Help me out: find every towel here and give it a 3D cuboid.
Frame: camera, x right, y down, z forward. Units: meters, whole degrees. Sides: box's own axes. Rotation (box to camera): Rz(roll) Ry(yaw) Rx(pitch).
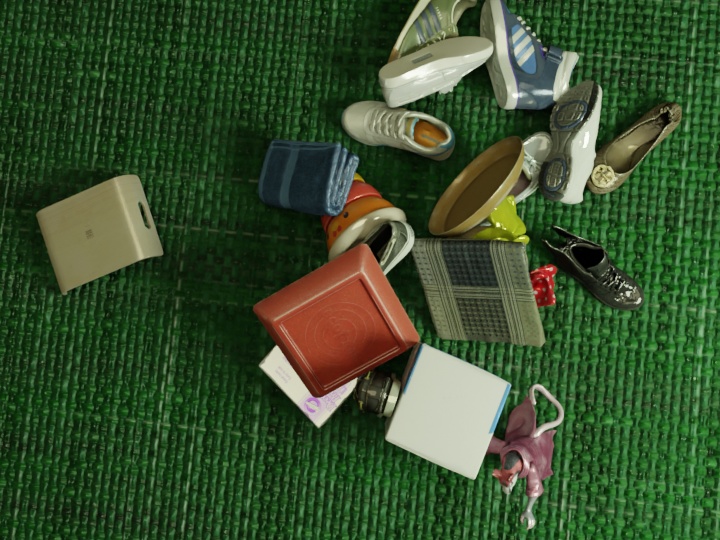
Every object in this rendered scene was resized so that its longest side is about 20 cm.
[{"bbox_3d":[-0.093,-0.152,1.238,0.198,0.048,0.114,14,87,45],"label":"towel"},{"bbox_3d":[0.182,0.032,1.190,0.189,0.035,0.203,2,129,30],"label":"towel"}]

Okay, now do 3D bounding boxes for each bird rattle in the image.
[{"bbox_3d":[0.223,-0.015,1.233,0.160,0.201,0.114,-9,43,31],"label":"bird rattle"}]

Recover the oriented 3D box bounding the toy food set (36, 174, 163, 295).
[{"bbox_3d":[-0.446,-0.059,1.312,0.196,0.060,0.147,-21,86,10],"label":"toy food set"}]

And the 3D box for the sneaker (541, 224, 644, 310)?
[{"bbox_3d":[0.372,-0.002,1.223,0.198,0.104,0.061,35,88,5],"label":"sneaker"}]

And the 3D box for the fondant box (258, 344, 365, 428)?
[{"bbox_3d":[-0.048,0.133,1.265,0.144,0.058,0.200,43,91,6],"label":"fondant box"}]

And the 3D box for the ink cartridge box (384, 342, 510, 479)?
[{"bbox_3d":[0.126,0.205,1.177,0.142,0.200,0.150,22,87,3],"label":"ink cartridge box"}]

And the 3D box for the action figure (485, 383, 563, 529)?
[{"bbox_3d":[0.252,0.280,1.161,0.133,0.199,0.150,39,107,17],"label":"action figure"}]

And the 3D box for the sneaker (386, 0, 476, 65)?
[{"bbox_3d":[0.123,-0.395,1.285,0.089,0.067,0.203,28,85,11],"label":"sneaker"}]

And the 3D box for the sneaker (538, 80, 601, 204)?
[{"bbox_3d":[0.347,-0.204,1.245,0.074,0.086,0.205,20,93,45],"label":"sneaker"}]

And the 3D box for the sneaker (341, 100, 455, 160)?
[{"bbox_3d":[0.062,-0.239,1.273,0.195,0.081,0.078,14,88,6],"label":"sneaker"}]

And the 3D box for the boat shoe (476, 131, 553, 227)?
[{"bbox_3d":[0.248,-0.147,1.261,0.202,0.065,0.075,-43,85,0],"label":"boat shoe"}]

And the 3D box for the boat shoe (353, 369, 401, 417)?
[{"bbox_3d":[0.020,0.184,1.183,0.059,0.201,0.073,18,81,-1],"label":"boat shoe"}]

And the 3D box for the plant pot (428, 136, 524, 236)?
[{"bbox_3d":[0.185,-0.125,1.206,0.027,0.200,0.201,41,90,-15],"label":"plant pot"}]

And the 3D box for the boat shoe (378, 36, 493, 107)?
[{"bbox_3d":[0.126,-0.319,1.253,0.197,0.069,0.072,-25,44,-12],"label":"boat shoe"}]

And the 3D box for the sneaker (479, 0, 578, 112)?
[{"bbox_3d":[0.285,-0.364,1.276,0.143,0.081,0.205,-8,78,-10],"label":"sneaker"}]

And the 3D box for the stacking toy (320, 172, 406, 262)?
[{"bbox_3d":[-0.027,-0.113,1.265,0.145,0.146,0.202,-33,66,1],"label":"stacking toy"}]

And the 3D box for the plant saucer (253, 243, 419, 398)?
[{"bbox_3d":[-0.031,0.090,1.162,0.197,0.037,0.202,-29,119,5],"label":"plant saucer"}]

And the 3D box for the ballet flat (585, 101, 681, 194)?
[{"bbox_3d":[0.448,-0.203,1.261,0.199,0.046,0.068,-40,84,0],"label":"ballet flat"}]

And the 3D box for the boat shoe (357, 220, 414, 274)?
[{"bbox_3d":[0.000,0.000,1.184,0.071,0.063,0.201,48,113,26],"label":"boat shoe"}]
